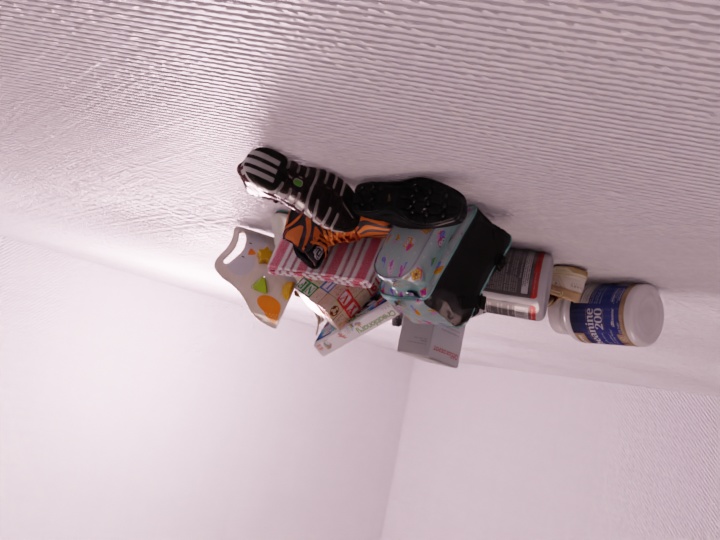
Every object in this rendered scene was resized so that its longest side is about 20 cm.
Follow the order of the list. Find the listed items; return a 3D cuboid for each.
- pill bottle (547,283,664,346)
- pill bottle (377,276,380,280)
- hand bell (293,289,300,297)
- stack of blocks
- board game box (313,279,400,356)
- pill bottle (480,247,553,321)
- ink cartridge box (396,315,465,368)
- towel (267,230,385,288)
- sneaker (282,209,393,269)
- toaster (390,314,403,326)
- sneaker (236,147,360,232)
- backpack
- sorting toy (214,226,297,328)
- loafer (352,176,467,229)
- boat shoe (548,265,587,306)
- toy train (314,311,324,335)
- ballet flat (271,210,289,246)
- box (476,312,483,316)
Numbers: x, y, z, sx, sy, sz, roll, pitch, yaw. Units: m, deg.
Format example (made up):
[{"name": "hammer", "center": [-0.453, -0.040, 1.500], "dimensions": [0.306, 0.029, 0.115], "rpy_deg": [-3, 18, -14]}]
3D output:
[{"name": "pill bottle", "center": [0.453, 0.082, 1.359], "dimensions": [0.109, 0.113, 0.198], "rpy_deg": [19, 168, -33]}, {"name": "pill bottle", "center": [0.041, 0.028, 1.576], "dimensions": [0.110, 0.115, 0.200], "rpy_deg": [14, 171, -11]}, {"name": "hand bell", "center": [-0.101, 0.030, 1.591], "dimensions": [0.102, 0.107, 0.200], "rpy_deg": [9, -169, 15]}, {"name": "stack of blocks", "center": [-0.066, 0.015, 1.363], "dimensions": [0.199, 0.115, 0.059], "rpy_deg": [32, 162, 49]}, {"name": "board game box", "center": [0.008, 0.075, 1.347], "dimensions": [0.198, 0.127, 0.035], "rpy_deg": [-32, 107, 34]}, {"name": "pill bottle", "center": [0.229, 0.015, 1.261], "dimensions": [0.196, 0.118, 0.116], "rpy_deg": [9, 170, 19]}, {"name": "ink cartridge box", "center": [0.160, 0.092, 1.518], "dimensions": [0.083, 0.204, 0.144], "rpy_deg": [4, 167, 35]}, {"name": "towel", "center": [-0.048, -0.039, 1.240], "dimensions": [0.196, 0.148, 0.030], "rpy_deg": [9, 142, 20]}, {"name": "sneaker", "center": [-0.038, -0.052, 1.188], "dimensions": [0.196, 0.114, 0.078], "rpy_deg": [7, 148, 25]}, {"name": "toaster", "center": [0.150, 0.077, 1.658], "dimensions": [0.198, 0.132, 0.113], "rpy_deg": [19, 167, -38]}, {"name": "sneaker", "center": [-0.098, -0.121, 1.085], "dimensions": [0.198, 0.077, 0.115], "rpy_deg": [30, 169, -26]}, {"name": "backpack", "center": [0.109, -0.010, 1.112], "dimensions": [0.152, 0.178, 0.200], "rpy_deg": [32, 164, -13]}, {"name": "sorting toy", "center": [-0.213, -0.014, 1.557], "dimensions": [0.177, 0.202, 0.107], "rpy_deg": [26, 146, -3]}, {"name": "loafer", "center": [0.074, -0.093, 1.015], "dimensions": [0.198, 0.070, 0.070], "rpy_deg": [10, 179, 45]}, {"name": "boat shoe", "center": [0.343, 0.035, 1.362], "dimensions": [0.072, 0.071, 0.199], "rpy_deg": [16, 169, -19]}, {"name": "toy train", "center": [-0.068, 0.038, 1.520], "dimensions": [0.083, 0.205, 0.115], "rpy_deg": [0, 172, 22]}, {"name": "ballet flat", "center": [-0.145, -0.063, 1.441], "dimensions": [0.068, 0.071, 0.200], "rpy_deg": [12, 170, 0]}, {"name": "box", "center": [0.198, 0.052, 1.434], "dimensions": [0.048, 0.084, 0.199], "rpy_deg": [8, -172, 29]}]
